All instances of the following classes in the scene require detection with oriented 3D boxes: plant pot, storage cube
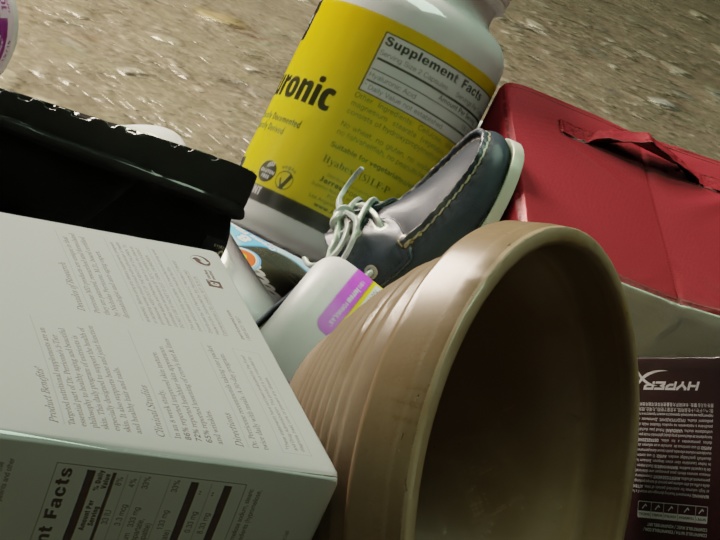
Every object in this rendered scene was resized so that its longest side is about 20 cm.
[{"bbox_3d":[0.029,0.078,0.643,0.093,0.201,0.201,6,11,31],"label":"plant pot"},{"bbox_3d":[0.122,0.037,0.899,0.171,0.200,0.180,20,28,-10],"label":"storage cube"}]

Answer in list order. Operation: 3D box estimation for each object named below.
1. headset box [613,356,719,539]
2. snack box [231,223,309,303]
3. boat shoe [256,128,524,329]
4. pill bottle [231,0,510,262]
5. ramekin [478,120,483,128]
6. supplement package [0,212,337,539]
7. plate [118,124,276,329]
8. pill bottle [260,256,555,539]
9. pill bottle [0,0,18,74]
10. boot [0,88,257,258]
[{"bbox_3d":[0.182,0.143,0.731,0.148,0.200,0.075,10,-8,-33],"label":"headset box"},{"bbox_3d":[-0.121,-0.017,0.988,0.200,0.037,0.116,30,24,17],"label":"snack box"},{"bbox_3d":[0.000,0.000,0.841,0.062,0.200,0.075,39,18,-13],"label":"boat shoe"},{"bbox_3d":[0.012,-0.096,0.930,0.111,0.200,0.111,27,-3,1],"label":"pill bottle"},{"bbox_3d":[0.140,-0.016,1.165,0.200,0.098,0.201,19,22,-8],"label":"ramekin"},{"bbox_3d":[-0.144,0.076,0.591,0.200,0.151,0.152,11,26,-29],"label":"supplement package"},{"bbox_3d":[-0.157,-0.026,0.905,0.199,0.032,0.200,-3,39,-28],"label":"plate"},{"bbox_3d":[0.030,0.092,0.764,0.200,0.104,0.104,40,22,0],"label":"pill bottle"},{"bbox_3d":[-0.290,-0.150,0.995,0.112,0.112,0.200,25,12,6],"label":"pill bottle"},{"bbox_3d":[-0.161,0.001,0.760,0.211,0.158,0.079,18,-2,16],"label":"boot"}]
